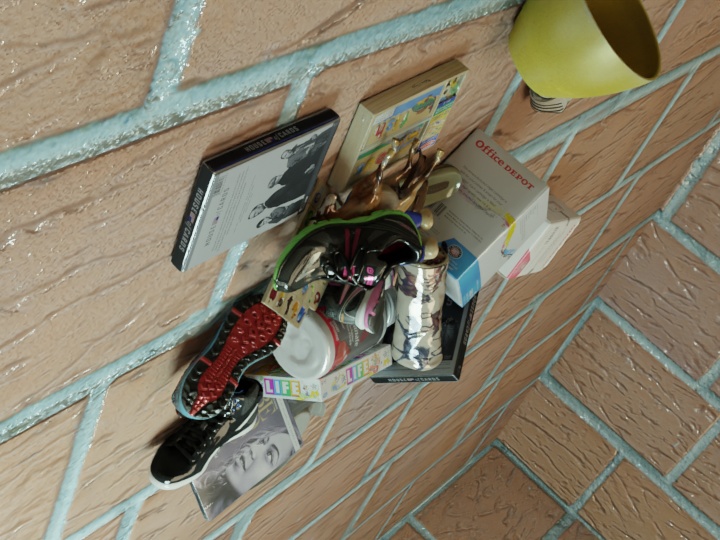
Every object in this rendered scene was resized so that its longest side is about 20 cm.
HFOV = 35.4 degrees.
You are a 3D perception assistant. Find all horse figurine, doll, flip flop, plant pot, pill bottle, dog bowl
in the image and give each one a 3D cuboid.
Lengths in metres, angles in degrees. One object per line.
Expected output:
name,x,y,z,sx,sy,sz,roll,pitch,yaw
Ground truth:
horse figurine,0.033,-0.107,1.418,0.133,0.050,0.200,-57,160,23
doll,0.015,-0.048,1.472,0.200,0.137,0.048,-6,175,-45
flip flop,0.072,-0.093,1.584,0.200,0.058,0.081,-21,149,-33
plant pot,0.280,-0.307,1.483,0.142,0.200,0.200,-27,177,36
pill bottle,-0.030,0.075,1.634,0.200,0.111,0.111,-27,153,-49
dog bowl,-0.148,0.273,1.861,0.200,0.059,0.200,-41,161,-18

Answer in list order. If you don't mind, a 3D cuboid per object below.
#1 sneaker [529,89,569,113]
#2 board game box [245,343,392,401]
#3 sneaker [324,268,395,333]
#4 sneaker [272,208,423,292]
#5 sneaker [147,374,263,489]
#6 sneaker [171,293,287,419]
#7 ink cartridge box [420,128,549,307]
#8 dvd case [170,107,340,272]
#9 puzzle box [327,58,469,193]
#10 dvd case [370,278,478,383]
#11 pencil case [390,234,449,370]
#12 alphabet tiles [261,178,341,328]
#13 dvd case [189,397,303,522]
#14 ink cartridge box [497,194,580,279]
sneaker,0.337,-0.319,1.761,0.200,0.076,0.115,-36,169,-12
board game box,-0.060,0.149,1.698,0.200,0.134,0.034,-21,108,-57
sneaker,0.000,0.000,1.580,0.200,0.086,0.080,-70,166,-52
sneaker,-0.012,-0.016,1.356,0.200,0.084,0.077,-20,141,-20
sneaker,-0.217,0.210,1.569,0.200,0.073,0.112,-38,154,-42
sneaker,-0.177,0.106,1.456,0.200,0.079,0.095,-49,-165,-28
ink cartridge box,0.167,-0.078,1.714,0.200,0.147,0.146,-45,162,-8
dvd case,-0.113,-0.089,1.237,0.200,0.025,0.150,-30,155,-43
puzzle box,0.049,-0.182,1.419,0.200,0.025,0.133,-32,157,-42
dvd case,0.106,0.086,1.787,0.025,0.150,0.200,50,46,-43
pencil case,0.085,0.051,1.630,0.089,0.078,0.200,-68,163,-56
alphabet tiles,-0.064,-0.013,1.453,0.167,0.008,0.200,-66,164,-8
dvd case,-0.180,0.263,1.702,0.200,0.016,0.149,-37,124,-33
ink cartridge box,0.339,-0.068,2.242,0.147,0.083,0.200,-55,160,21
